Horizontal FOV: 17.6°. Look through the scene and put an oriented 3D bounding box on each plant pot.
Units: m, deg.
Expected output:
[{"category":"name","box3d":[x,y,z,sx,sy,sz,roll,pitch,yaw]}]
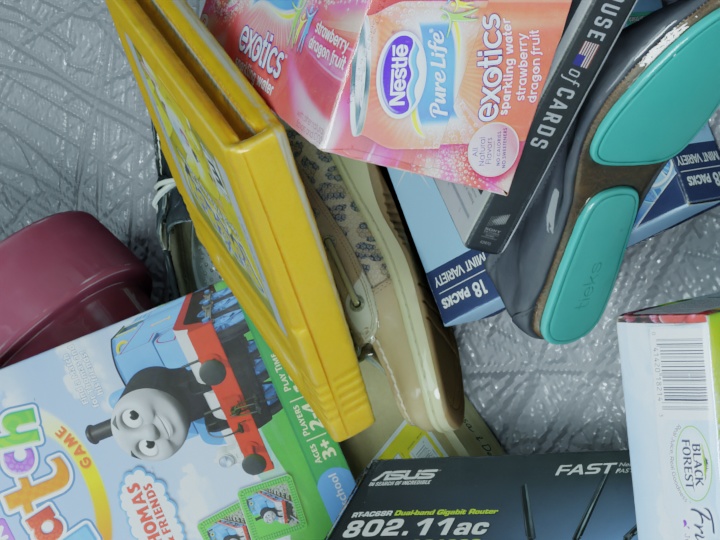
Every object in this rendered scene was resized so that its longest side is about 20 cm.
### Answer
[{"category":"plant pot","box3d":[-0.162,0.096,1.327,0.179,0.200,0.200,43,125,11]}]

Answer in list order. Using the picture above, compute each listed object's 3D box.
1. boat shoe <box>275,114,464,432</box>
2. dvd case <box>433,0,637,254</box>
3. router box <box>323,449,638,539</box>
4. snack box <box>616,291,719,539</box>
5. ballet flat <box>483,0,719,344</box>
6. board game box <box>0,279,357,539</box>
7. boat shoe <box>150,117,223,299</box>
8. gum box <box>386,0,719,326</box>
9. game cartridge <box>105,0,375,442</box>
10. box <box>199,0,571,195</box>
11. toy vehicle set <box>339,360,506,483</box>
[{"category":"boat shoe","box3d":[0.000,0.000,1.209,0.063,0.073,0.200,-23,65,6]},{"category":"dvd case","box3d":[0.077,-0.130,1.056,0.200,0.025,0.150,-64,28,29]},{"category":"router box","box3d":[0.069,0.156,1.097,0.200,0.150,0.062,-5,124,31]},{"category":"snack box","box3d":[0.180,0.109,1.019,0.053,0.142,0.200,-2,95,43]},{"category":"ballet flat","box3d":[0.108,-0.058,1.055,0.073,0.073,0.200,45,128,29]},{"category":"board game box","box3d":[-0.115,0.104,1.225,0.151,0.200,0.037,66,166,6]},{"category":"boat shoe","box3d":[-0.082,-0.028,1.305,0.076,0.060,0.200,-29,77,42]},{"category":"gum box","box3d":[0.077,-0.095,1.153,0.170,0.045,0.200,-28,79,42]},{"category":"game cartridge","box3d":[-0.061,-0.036,1.129,0.176,0.032,0.200,53,164,45]},{"category":"box","box3d":[0.005,-0.117,1.059,0.200,0.095,0.103,44,119,62]},{"category":"toy vehicle set","box3d":[0.027,0.123,1.248,0.200,0.026,0.124,56,129,22]}]
